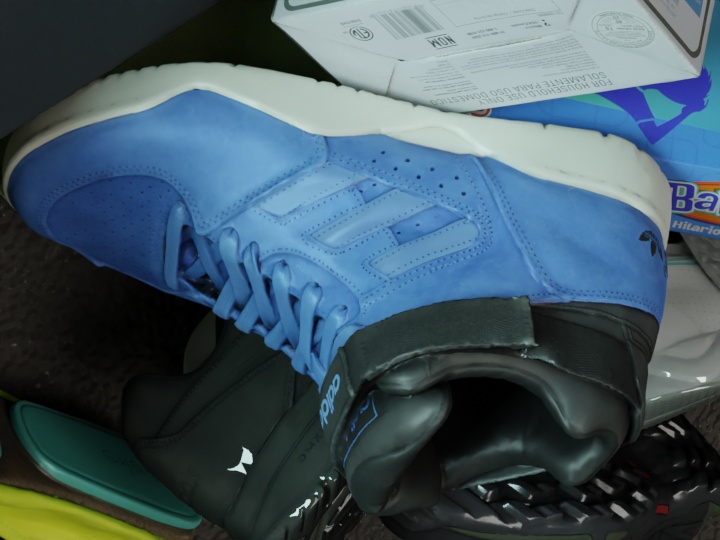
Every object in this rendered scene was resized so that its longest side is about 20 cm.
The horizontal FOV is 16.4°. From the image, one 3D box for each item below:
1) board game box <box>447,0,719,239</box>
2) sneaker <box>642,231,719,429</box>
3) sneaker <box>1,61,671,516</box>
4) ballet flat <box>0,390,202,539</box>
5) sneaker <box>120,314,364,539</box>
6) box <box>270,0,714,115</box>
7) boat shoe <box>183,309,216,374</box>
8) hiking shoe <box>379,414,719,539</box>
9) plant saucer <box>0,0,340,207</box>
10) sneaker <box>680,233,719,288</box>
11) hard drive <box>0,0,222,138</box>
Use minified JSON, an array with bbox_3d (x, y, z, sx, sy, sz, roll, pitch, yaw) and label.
[{"bbox_3d":[0.131,-0.082,0.790,0.045,0.199,0.153,103,-4,-61],"label":"board game box"},{"bbox_3d":[0.150,0.006,0.970,0.200,0.070,0.081,-9,73,-53],"label":"sneaker"},{"bbox_3d":[-0.012,0.010,0.718,0.199,0.112,0.077,8,146,0],"label":"sneaker"},{"bbox_3d":[-0.129,0.059,0.782,0.067,0.067,0.200,-40,136,11],"label":"ballet flat"},{"bbox_3d":[0.000,0.000,0.801,0.200,0.090,0.076,-50,163,-28],"label":"sneaker"},{"bbox_3d":[0.056,-0.149,0.737,0.060,0.116,0.201,39,54,-43],"label":"box"},{"bbox_3d":[0.024,0.012,0.880,0.200,0.072,0.069,-40,151,-26],"label":"boat shoe"},{"bbox_3d":[0.064,0.101,0.932,0.199,0.076,0.101,6,126,-51],"label":"hiking shoe"},{"bbox_3d":[-0.052,-0.101,0.785,0.199,0.031,0.201,-18,121,-33],"label":"plant saucer"},{"bbox_3d":[0.158,-0.091,0.902,0.114,0.072,0.202,-22,103,-37],"label":"sneaker"},{"bbox_3d":[-0.055,-0.112,0.645,0.139,0.033,0.200,-36,168,-30],"label":"hard drive"}]
